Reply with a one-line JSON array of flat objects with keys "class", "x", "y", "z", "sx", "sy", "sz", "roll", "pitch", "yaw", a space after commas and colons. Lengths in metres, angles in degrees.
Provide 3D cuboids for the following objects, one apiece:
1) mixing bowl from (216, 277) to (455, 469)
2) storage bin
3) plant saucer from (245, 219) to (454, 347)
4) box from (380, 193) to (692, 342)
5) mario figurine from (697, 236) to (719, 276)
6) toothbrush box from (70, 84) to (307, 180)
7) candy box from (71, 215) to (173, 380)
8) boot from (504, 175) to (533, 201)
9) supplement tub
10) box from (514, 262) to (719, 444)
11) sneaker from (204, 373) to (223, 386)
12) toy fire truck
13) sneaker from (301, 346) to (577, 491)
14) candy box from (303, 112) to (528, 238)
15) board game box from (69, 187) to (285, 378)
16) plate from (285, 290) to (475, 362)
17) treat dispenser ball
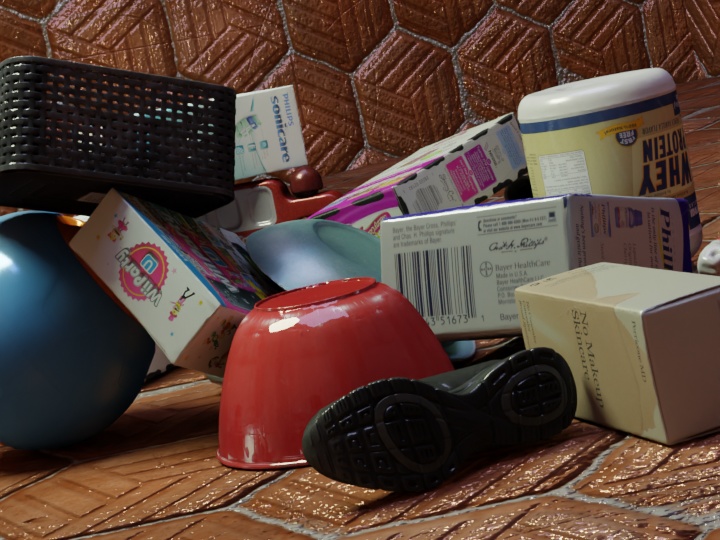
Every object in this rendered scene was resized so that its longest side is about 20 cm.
[{"class": "mixing bowl", "x": -0.023, "y": 0.069, "z": 1.438, "sx": 0.199, "sy": 0.109, "sz": 0.200, "roll": -12, "pitch": 8, "yaw": 2}, {"class": "storage bin", "x": -0.212, "y": -0.102, "z": 1.551, "sx": 0.199, "sy": 0.095, "sz": 0.135, "roll": 7, "pitch": -13, "yaw": -28}, {"class": "plant saucer", "x": 0.000, "y": 0.000, "z": 1.621, "sx": 0.200, "sy": 0.039, "sz": 0.201, "roll": 24, "pitch": 17, "yaw": -8}, {"class": "box", "x": 0.146, "y": 0.000, "z": 1.542, "sx": 0.183, "sy": 0.106, "sz": 0.199, "roll": -6, "pitch": -4, "yaw": 37}, {"class": "mario figurine", "x": 0.362, "y": -0.014, "z": 1.652, "sx": 0.124, "sy": 0.106, "sz": 0.200, "roll": -48, "pitch": -7, "yaw": 5}, {"class": "toothbrush box", "x": -0.173, "y": -0.124, "z": 1.909, "sx": 0.199, "sy": 0.086, "sz": 0.146, "roll": -13, "pitch": 6, "yaw": -22}, {"class": "candy box", "x": -0.232, "y": 0.021, "z": 1.887, "sx": 0.071, "sy": 0.169, "sz": 0.200, "roll": -8, "pitch": 8, "yaw": 25}, {"class": "boot", "x": 0.194, "y": -0.052, "z": 1.883, "sx": 0.146, "sy": 0.071, "sz": 0.199, "roll": 25, "pitch": -18, "yaw": -39}, {"class": "supplement tub", "x": 0.226, "y": -0.070, "z": 1.698, "sx": 0.143, "sy": 0.201, "sz": 0.144, "roll": -12, "pitch": 8, "yaw": 2}, {"class": "box", "x": 0.185, "y": 0.052, "z": 1.285, "sx": 0.077, "sy": 0.096, "sz": 0.200, "roll": -15, "pitch": 7, "yaw": -17}, {"class": "sneaker", "x": -0.051, "y": 0.062, "z": 1.738, "sx": 0.199, "sy": 0.071, "sz": 0.080, "roll": -23, "pitch": -19, "yaw": -16}, {"class": "toy fire truck", "x": -0.078, "y": -0.012, "z": 1.885, "sx": 0.199, "sy": 0.169, "sz": 0.112, "roll": -10, "pitch": 8, "yaw": 17}, {"class": "sneaker", "x": 0.046, "y": 0.104, "z": 1.265, "sx": 0.199, "sy": 0.077, "sz": 0.091, "roll": -8, "pitch": -5, "yaw": -29}, {"class": "candy box", "x": 0.057, "y": -0.073, "z": 1.803, "sx": 0.136, "sy": 0.061, "sz": 0.200, "roll": -18, "pitch": 11, "yaw": 46}, {"class": "board game box", "x": -0.125, "y": 0.021, "z": 1.553, "sx": 0.064, "sy": 0.148, "sz": 0.200, "roll": -50, "pitch": -26, "yaw": 11}, {"class": "plate", "x": 0.005, "y": 0.035, "z": 1.636, "sx": 0.199, "sy": 0.026, "sz": 0.200, "roll": 24, "pitch": 15, "yaw": -7}, {"class": "treat dispenser ball", "x": -0.272, "y": 0.051, "z": 1.606, "sx": 0.199, "sy": 0.202, "sz": 0.201, "roll": -12, "pitch": 7, "yaw": 2}]
